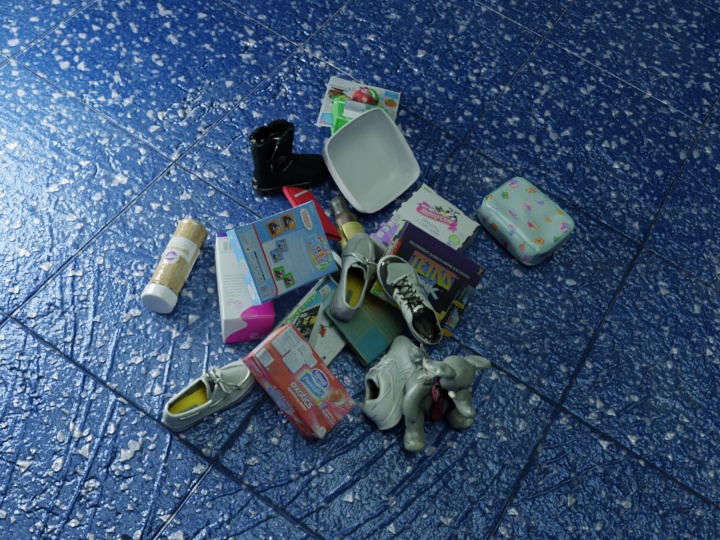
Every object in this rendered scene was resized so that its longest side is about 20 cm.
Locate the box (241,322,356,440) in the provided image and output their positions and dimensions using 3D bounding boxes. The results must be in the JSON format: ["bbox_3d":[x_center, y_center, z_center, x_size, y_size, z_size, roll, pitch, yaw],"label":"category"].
[{"bbox_3d":[-0.115,0.208,1.487,0.100,0.095,0.200,-40,95,-25],"label":"box"}]

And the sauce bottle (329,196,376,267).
[{"bbox_3d":[-0.021,-0.080,1.744,0.064,0.065,0.201,-8,53,-15],"label":"sauce bottle"}]

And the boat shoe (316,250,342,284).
[{"bbox_3d":[-0.110,-0.040,1.699,0.200,0.076,0.060,41,54,16],"label":"boat shoe"}]

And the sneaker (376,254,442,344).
[{"bbox_3d":[0.105,0.057,1.563,0.075,0.088,0.201,-34,102,-4],"label":"sneaker"}]

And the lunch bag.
[{"bbox_3d":[0.384,-0.113,1.836,0.160,0.077,0.200,-34,69,-28],"label":"lunch bag"}]

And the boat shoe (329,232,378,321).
[{"bbox_3d":[-0.004,-0.001,1.595,0.074,0.086,0.203,29,57,-14],"label":"boat shoe"}]

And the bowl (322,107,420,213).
[{"bbox_3d":[0.014,-0.246,1.818,0.199,0.075,0.201,-39,103,-26],"label":"bowl"}]

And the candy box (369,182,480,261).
[{"bbox_3d":[0.140,-0.072,1.767,0.167,0.072,0.200,37,60,12],"label":"candy box"}]

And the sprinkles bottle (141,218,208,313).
[{"bbox_3d":[-0.379,-0.011,1.635,0.068,0.068,0.201,18,56,1],"label":"sprinkles bottle"}]

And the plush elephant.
[{"bbox_3d":[0.164,0.223,1.492,0.164,0.155,0.201,-8,81,-33],"label":"plush elephant"}]

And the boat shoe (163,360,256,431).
[{"bbox_3d":[-0.278,0.218,1.488,0.201,0.086,0.075,-28,66,-24],"label":"boat shoe"}]

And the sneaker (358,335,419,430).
[{"bbox_3d":[0.057,0.207,1.556,0.087,0.074,0.201,41,49,-28],"label":"sneaker"}]

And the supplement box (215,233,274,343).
[{"bbox_3d":[-0.236,0.033,1.613,0.100,0.104,0.201,-3,57,-13],"label":"supplement box"}]

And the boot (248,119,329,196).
[{"bbox_3d":[-0.153,-0.260,1.773,0.199,0.169,0.077,-19,56,-21],"label":"boot"}]

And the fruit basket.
[{"bbox_3d":[0.000,-0.399,1.939,0.184,0.094,0.201,14,53,-1],"label":"fruit basket"}]

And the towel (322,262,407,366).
[{"bbox_3d":[0.029,0.085,1.644,0.147,0.022,0.200,52,53,-3],"label":"towel"}]

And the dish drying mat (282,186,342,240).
[{"bbox_3d":[-0.106,-0.127,1.734,0.076,0.018,0.200,12,27,-33],"label":"dish drying mat"}]

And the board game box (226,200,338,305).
[{"bbox_3d":[-0.149,-0.037,1.570,0.199,0.036,0.152,-24,96,-37],"label":"board game box"}]

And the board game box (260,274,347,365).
[{"bbox_3d":[-0.088,0.119,1.601,0.126,0.035,0.200,47,59,-6],"label":"board game box"}]

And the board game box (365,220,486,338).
[{"bbox_3d":[0.133,0.019,1.640,0.199,0.057,0.166,30,88,-15],"label":"board game box"}]
